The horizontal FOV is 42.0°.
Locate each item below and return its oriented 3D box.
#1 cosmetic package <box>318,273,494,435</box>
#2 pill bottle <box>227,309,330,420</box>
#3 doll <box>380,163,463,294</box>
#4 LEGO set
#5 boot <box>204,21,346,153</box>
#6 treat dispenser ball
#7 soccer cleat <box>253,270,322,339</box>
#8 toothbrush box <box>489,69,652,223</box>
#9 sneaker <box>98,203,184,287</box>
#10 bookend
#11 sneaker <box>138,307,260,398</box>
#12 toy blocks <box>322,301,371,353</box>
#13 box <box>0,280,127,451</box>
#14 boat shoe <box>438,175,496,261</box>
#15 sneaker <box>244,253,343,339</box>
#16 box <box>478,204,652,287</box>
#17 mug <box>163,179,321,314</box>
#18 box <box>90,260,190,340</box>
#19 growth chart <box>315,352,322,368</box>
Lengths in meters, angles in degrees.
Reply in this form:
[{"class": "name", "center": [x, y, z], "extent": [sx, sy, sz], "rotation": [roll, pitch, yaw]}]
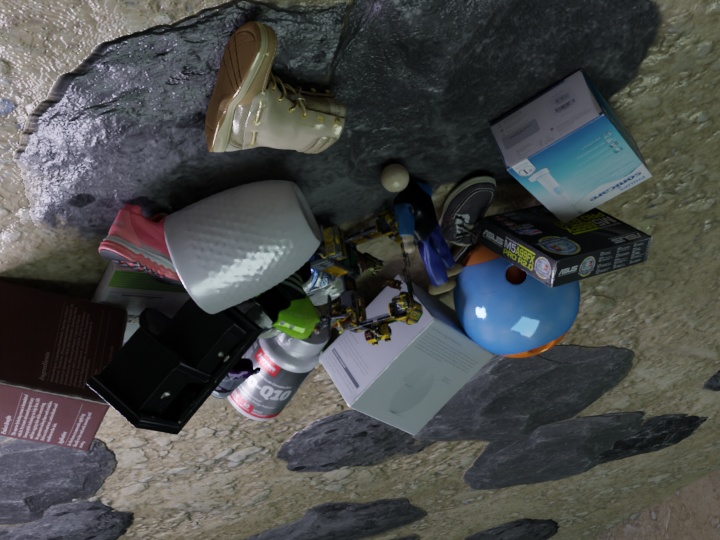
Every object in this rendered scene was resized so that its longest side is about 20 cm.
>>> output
[{"class": "cosmetic package", "center": [0.077, 0.142, 1.553], "extent": [0.200, 0.123, 0.199], "rotation": [-45, 139, 11]}, {"class": "pill bottle", "center": [-0.139, 0.152, 1.586], "extent": [0.114, 0.114, 0.200], "rotation": [10, 131, -34]}, {"class": "doll", "center": [0.084, -0.063, 1.329], "extent": [0.048, 0.137, 0.200], "rotation": [-11, 120, 31]}, {"class": "LEGO set", "center": [0.000, 0.000, 1.351], "extent": [0.153, 0.201, 0.116], "rotation": [-10, 162, 28]}, {"class": "boot", "center": [-0.086, -0.203, 1.087], "extent": [0.155, 0.073, 0.200], "rotation": [1, 148, -23]}, {"class": "treat dispenser ball", "center": [0.248, 0.039, 1.497], "extent": [0.200, 0.201, 0.201], "rotation": [-11, 149, -6]}, {"class": "soccer cleat", "center": [-0.121, 0.027, 1.347], "extent": [0.081, 0.200, 0.068], "rotation": [22, 108, -34]}, {"class": "toothbrush box", "center": [0.294, -0.165, 1.297], "extent": [0.146, 0.085, 0.200], "rotation": [-30, 145, 23]}, {"class": "sneaker", "center": [-0.264, -0.031, 1.285], "extent": [0.074, 0.087, 0.200], "rotation": [9, 168, 32]}, {"class": "bookend", "center": [-0.246, 0.116, 1.289], "extent": [0.200, 0.092, 0.199], "rotation": [-51, 169, -8]}, {"class": "sneaker", "center": [-0.244, 0.110, 1.435], "extent": [0.087, 0.075, 0.200], "rotation": [-33, 123, 20]}, {"class": "toy blocks", "center": [0.037, 0.110, 1.647], "extent": [0.137, 0.100, 0.200], "rotation": [-43, 141, 21]}, {"class": "box", "center": [-0.463, 0.141, 1.363], "extent": [0.200, 0.165, 0.166], "rotation": [16, 140, -20]}, {"class": "boat shoe", "center": [0.151, -0.063, 1.421], "extent": [0.072, 0.065, 0.200], "rotation": [5, 143, -27]}, {"class": "sneaker", "center": [-0.122, 0.033, 1.473], "extent": [0.200, 0.077, 0.085], "rotation": [-34, 135, 17]}, {"class": "box", "center": [0.301, -0.046, 1.383], "extent": [0.200, 0.160, 0.044], "rotation": [-13, 122, -31]}, {"class": "mug", "center": [-0.145, -0.041, 1.278], "extent": [0.175, 0.148, 0.200], "rotation": [-24, 173, 7]}, {"class": "box", "center": [-0.331, 0.045, 1.428], "extent": [0.144, 0.036, 0.200], "rotation": [6, 145, -30]}, {"class": "growth chart", "center": [-0.144, 0.158, 1.704], "extent": [0.199, 0.018, 0.145], "rotation": [-9, 148, -10]}]
